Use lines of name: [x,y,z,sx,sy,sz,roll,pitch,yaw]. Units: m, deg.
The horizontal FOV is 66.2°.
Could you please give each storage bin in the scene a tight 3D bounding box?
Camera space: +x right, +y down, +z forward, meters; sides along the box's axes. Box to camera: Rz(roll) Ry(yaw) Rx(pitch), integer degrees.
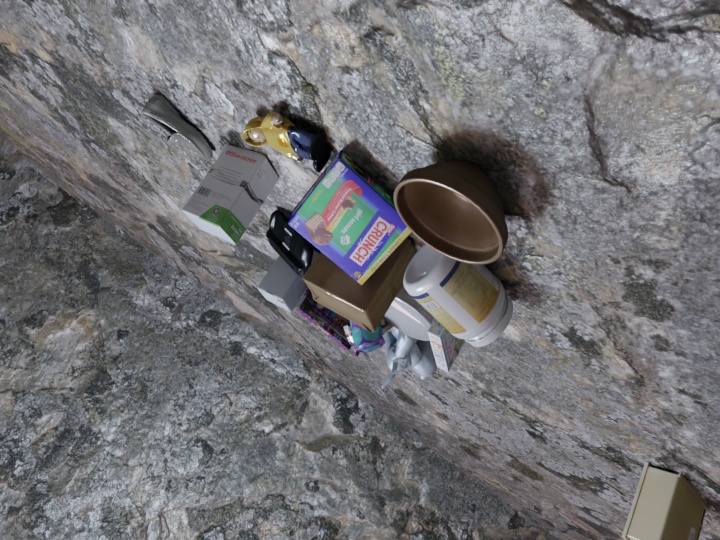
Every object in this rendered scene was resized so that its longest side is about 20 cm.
storage bin: [0.789,0.645,1.418,0.198,0.203,0.093,43,156,-25]

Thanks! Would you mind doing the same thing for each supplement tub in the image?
supplement tub: [0.196,0.041,1.094,0.199,0.146,0.143,42,159,-19]

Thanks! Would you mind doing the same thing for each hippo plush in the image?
hippo plush: [0.161,0.233,1.589,0.156,0.204,0.161,19,132,-15]

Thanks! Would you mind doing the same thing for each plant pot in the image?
plant pot: [0.158,-0.110,0.894,0.197,0.094,0.202,30,160,12]

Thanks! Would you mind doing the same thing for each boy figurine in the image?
boy figurine: [-0.155,-0.265,1.091,0.195,0.066,0.125,23,160,21]

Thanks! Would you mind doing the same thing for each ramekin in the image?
ramekin: [0.121,0.077,1.368,0.199,0.095,0.204,31,160,12]

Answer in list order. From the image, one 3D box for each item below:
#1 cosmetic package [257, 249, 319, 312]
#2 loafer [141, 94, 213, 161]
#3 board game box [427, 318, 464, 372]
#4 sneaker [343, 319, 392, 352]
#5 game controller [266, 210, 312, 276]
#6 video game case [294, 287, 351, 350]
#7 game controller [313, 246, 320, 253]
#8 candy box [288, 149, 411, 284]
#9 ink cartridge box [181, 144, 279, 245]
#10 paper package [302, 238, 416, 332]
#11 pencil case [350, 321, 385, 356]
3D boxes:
cosmetic package: [-0.184,0.002,1.528,0.100,0.203,0.075,21,157,30]
loafer: [-0.457,-0.344,1.383,0.200,0.071,0.069,44,158,-23]
board game box: [0.213,0.137,1.296,0.033,0.136,0.202,22,156,26]
sneaker: [0.034,0.139,1.541,0.074,0.199,0.092,-25,100,46]
game controller: [-0.188,-0.074,1.467,0.041,0.107,0.200,-5,-143,-43]
video game case: [-0.061,0.089,1.551,0.199,0.184,0.035,40,160,-23]
game controller: [-0.081,-0.062,1.457,0.197,0.043,0.104,35,160,-1]
candy box: [-0.016,-0.100,1.087,0.198,0.169,0.078,38,-157,-15]
ink cartridge box: [-0.307,-0.184,1.316,0.143,0.203,0.085,21,161,32]
paper package: [0.000,0.000,1.235,0.187,0.203,0.104,25,159,25]
pencil case: [-0.002,0.112,1.452,0.090,0.206,0.085,-23,160,17]
